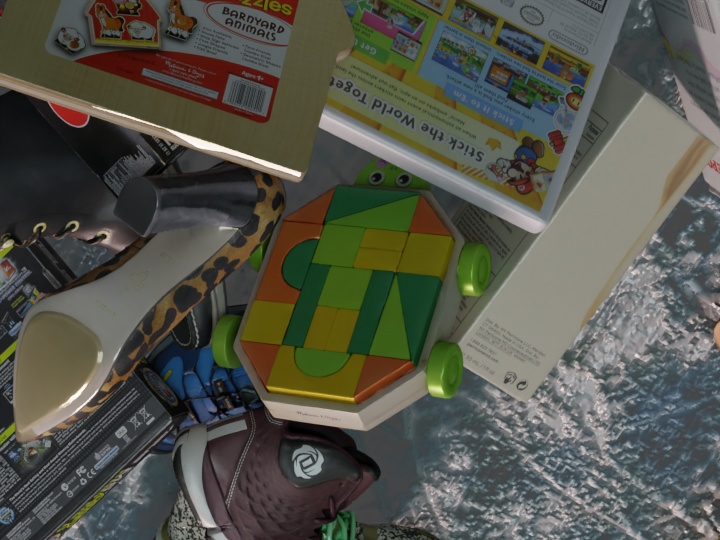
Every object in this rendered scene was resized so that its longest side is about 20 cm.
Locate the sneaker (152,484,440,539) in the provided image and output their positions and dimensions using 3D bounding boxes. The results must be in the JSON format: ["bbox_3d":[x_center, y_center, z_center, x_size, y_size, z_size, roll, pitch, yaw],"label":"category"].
[{"bbox_3d":[-0.038,0.172,1.113,0.198,0.077,0.089,5,126,-8],"label":"sneaker"}]

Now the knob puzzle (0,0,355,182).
[{"bbox_3d":[-0.099,-0.150,0.939,0.218,0.221,0.031,15,145,-10],"label":"knob puzzle"}]

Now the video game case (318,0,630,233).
[{"bbox_3d":[0.049,-0.143,1.002,0.199,0.023,0.183,26,67,-7],"label":"video game case"}]

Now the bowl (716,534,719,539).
[{"bbox_3d":[0.295,0.255,1.155,0.199,0.201,0.108,33,144,-15],"label":"bowl"}]

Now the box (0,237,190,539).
[{"bbox_3d":[-0.232,0.098,1.068,0.200,0.044,0.160,-43,83,7],"label":"box"}]

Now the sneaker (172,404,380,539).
[{"bbox_3d":[-0.030,0.171,1.051,0.115,0.076,0.201,-24,105,-1],"label":"sneaker"}]

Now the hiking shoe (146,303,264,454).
[{"bbox_3d":[-0.068,0.059,1.080,0.199,0.087,0.075,-32,108,4],"label":"hiking shoe"}]

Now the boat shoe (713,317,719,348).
[{"bbox_3d":[0.317,0.075,1.134,0.070,0.071,0.200,-22,117,45],"label":"boat shoe"}]

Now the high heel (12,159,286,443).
[{"bbox_3d":[-0.120,0.022,0.996,0.071,0.142,0.201,44,117,21],"label":"high heel"}]

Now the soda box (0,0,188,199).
[{"bbox_3d":[-0.168,-0.140,0.958,0.200,0.071,0.063,49,141,-7],"label":"soda box"}]

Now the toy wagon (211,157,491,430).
[{"bbox_3d":[0.000,0.000,1.029,0.154,0.201,0.040,6,151,23],"label":"toy wagon"}]

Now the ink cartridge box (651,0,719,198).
[{"bbox_3d":[0.240,-0.140,1.021,0.082,0.146,0.201,-21,109,-1],"label":"ink cartridge box"}]

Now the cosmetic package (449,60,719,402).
[{"bbox_3d":[0.121,-0.031,1.060,0.071,0.105,0.201,31,103,-27],"label":"cosmetic package"}]

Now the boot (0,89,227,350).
[{"bbox_3d":[-0.176,-0.024,1.020,0.153,0.073,0.205,-26,104,-29],"label":"boot"}]
